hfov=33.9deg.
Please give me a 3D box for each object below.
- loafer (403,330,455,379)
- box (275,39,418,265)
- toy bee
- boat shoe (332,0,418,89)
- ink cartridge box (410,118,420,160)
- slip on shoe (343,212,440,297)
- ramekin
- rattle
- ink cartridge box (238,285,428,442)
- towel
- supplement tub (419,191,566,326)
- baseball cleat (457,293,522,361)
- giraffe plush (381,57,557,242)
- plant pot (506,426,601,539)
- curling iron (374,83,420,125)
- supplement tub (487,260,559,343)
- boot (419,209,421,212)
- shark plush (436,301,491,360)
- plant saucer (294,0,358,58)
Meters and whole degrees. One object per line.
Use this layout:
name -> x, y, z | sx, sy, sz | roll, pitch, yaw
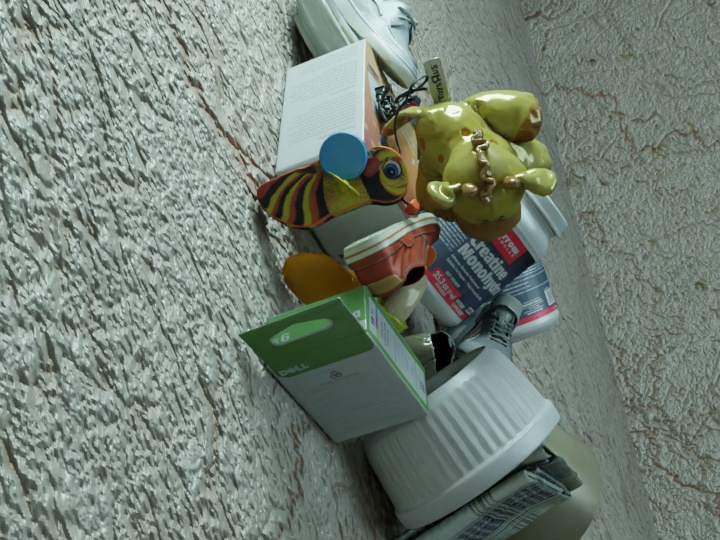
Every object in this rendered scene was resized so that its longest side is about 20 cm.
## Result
loafer -> 0.090, 0.116, 1.454 | 0.200, 0.069, 0.076 | 18, 56, -69
box -> -0.010, -0.133, 1.334 | 0.201, 0.106, 0.153 | -89, 155, -47
toy bee -> 0.004, -0.088, 1.149 | 0.109, 0.200, 0.131 | 56, 21, 4
boat shoe -> 0.028, -0.297, 1.413 | 0.070, 0.071, 0.201 | 48, 8, -51
ink cartridge box -> 0.113, -0.183, 1.538 | 0.174, 0.199, 0.044 | 88, 13, -75
slip on shoe -> 0.037, -0.015, 1.155 | 0.061, 0.074, 0.200 | 65, 18, -2
ramekin -> 0.096, 0.166, 1.225 | 0.105, 0.200, 0.200 | 54, 18, 2
rattle -> 0.000, 0.000, 1.260 | 0.142, 0.130, 0.200 | 28, 43, -1
ink cartridge box -> -0.022, 0.076, 1.096 | 0.200, 0.103, 0.060 | 54, 25, -44
towel -> 0.145, 0.265, 1.272 | 0.035, 0.200, 0.193 | 57, 8, 30
supplement tub -> 0.144, -0.040, 1.487 | 0.141, 0.200, 0.140 | 50, 5, -6
baseball cleat -> 0.165, 0.078, 1.481 | 0.069, 0.107, 0.200 | 29, 1, -4
giraffe plush -> 0.127, -0.103, 1.226 | 0.200, 0.172, 0.163 | 49, 14, -37
plant pot -> 0.157, 0.230, 1.417 | 0.200, 0.187, 0.188 | 42, 31, -33
curling iron -> 0.051, -0.192, 1.358 | 0.200, 0.025, 0.050 | -36, 109, -73
supplement tub -> 0.215, 0.007, 1.827 | 0.140, 0.140, 0.201 | -25, 96, -73
boot -> 0.072, -0.091, 1.632 | 0.200, 0.065, 0.165 | 52, 24, -38
shark plush -> 0.147, 0.099, 1.624 | 0.200, 0.083, 0.091 | -51, 121, -70
plant saucer -> -0.035, -0.283, 1.461 | 0.201, 0.050, 0.200 | 58, 9, -14
